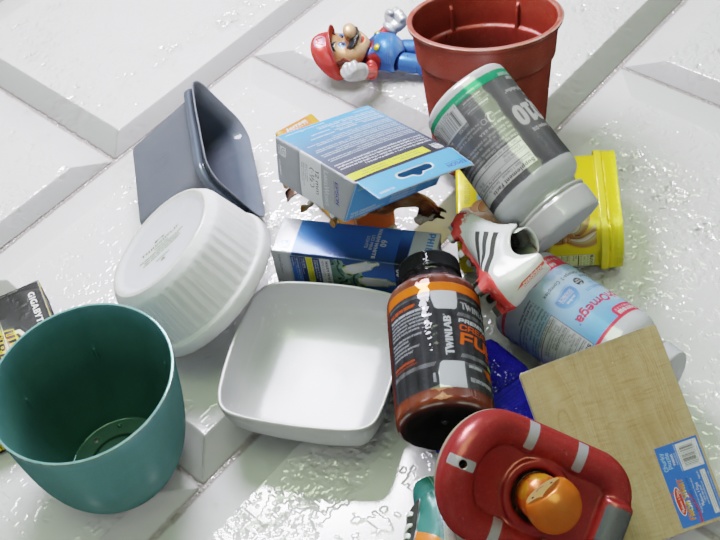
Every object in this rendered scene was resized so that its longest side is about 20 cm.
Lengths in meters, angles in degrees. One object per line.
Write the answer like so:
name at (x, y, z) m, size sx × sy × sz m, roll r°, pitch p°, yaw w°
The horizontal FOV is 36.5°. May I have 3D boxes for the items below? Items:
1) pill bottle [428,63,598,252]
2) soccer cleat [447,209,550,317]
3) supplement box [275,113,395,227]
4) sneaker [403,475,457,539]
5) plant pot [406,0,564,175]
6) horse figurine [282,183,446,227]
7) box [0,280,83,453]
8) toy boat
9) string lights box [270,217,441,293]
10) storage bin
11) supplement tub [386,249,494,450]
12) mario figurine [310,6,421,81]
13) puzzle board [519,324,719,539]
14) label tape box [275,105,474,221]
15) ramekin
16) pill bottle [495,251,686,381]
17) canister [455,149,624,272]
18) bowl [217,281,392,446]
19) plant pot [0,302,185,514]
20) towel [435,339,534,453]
pill bottle at (0.176, -0.127, 1.254) m, size 0.112 × 0.113 × 0.201 m, roll -32°, pitch 77°, yaw -19°
soccer cleat at (0.154, -0.024, 1.210) m, size 0.085 × 0.069 × 0.201 m, roll -38°, pitch 24°, yaw 11°
supplement box at (-0.036, -0.124, 1.455) m, size 0.066 × 0.069 × 0.200 m, roll -31°, pitch 50°, yaw -18°
sneaker at (0.057, 0.294, 1.067) m, size 0.078 × 0.072 × 0.202 m, roll -4°, pitch 50°, yaw 0°
plant pot at (0.164, -0.237, 1.416) m, size 0.197 × 0.198 × 0.202 m, roll -5°, pitch 35°, yaw 3°
horse figurine at (-0.008, -0.094, 1.333) m, size 0.131 × 0.051 × 0.198 m, roll -23°, pitch 32°, yaw -37°
box at (-0.431, 0.121, 1.316) m, size 0.158 × 0.050 × 0.201 m, roll -25°, pitch 50°, yaw -10°
toy boat at (0.166, 0.211, 1.017) m, size 0.197 × 0.131 × 0.132 m, roll 23°, pitch 83°, yaw -4°
string lights box at (0.000, 0.000, 1.314) m, size 0.196 × 0.104 × 0.060 m, roll 6°, pitch 48°, yaw 15°
storage bin at (-0.219, -0.123, 1.451) m, size 0.133 × 0.145 × 0.202 m, roll -32°, pitch 46°, yaw 17°
supplement tub at (0.081, 0.078, 1.159) m, size 0.105 × 0.108 × 0.203 m, roll -7°, pitch 55°, yaw 3°
mario figurine at (0.025, -0.331, 1.596) m, size 0.196 × 0.108 × 0.124 m, roll 0°, pitch 14°, yaw -1°
puzzle board at (0.263, 0.175, 1.103) m, size 0.148 × 0.017 × 0.203 m, roll -20°, pitch 79°, yaw 3°
label tape box at (0.014, -0.115, 1.259) m, size 0.142 × 0.067 × 0.199 m, roll -23°, pitch 39°, yaw -31°
ramekin at (-0.207, -0.006, 1.300) m, size 0.201 × 0.094 × 0.204 m, roll -31°, pitch 35°, yaw 25°
pill bottle at (0.253, 0.072, 1.205) m, size 0.108 × 0.110 × 0.199 m, roll -39°, pitch 54°, yaw -24°
canister at (0.218, -0.070, 1.348) m, size 0.196 × 0.087 × 0.151 m, roll -4°, pitch 56°, yaw 9°
bowl at (-0.049, 0.112, 1.243) m, size 0.196 × 0.075 × 0.202 m, roll 6°, pitch 51°, yaw 14°
plant pot at (-0.277, 0.164, 1.175) m, size 0.196 × 0.162 × 0.203 m, roll -5°, pitch 48°, yaw 5°
towel at (0.156, 0.166, 1.179) m, size 0.147 × 0.050 × 0.200 m, roll -35°, pitch 53°, yaw -20°
